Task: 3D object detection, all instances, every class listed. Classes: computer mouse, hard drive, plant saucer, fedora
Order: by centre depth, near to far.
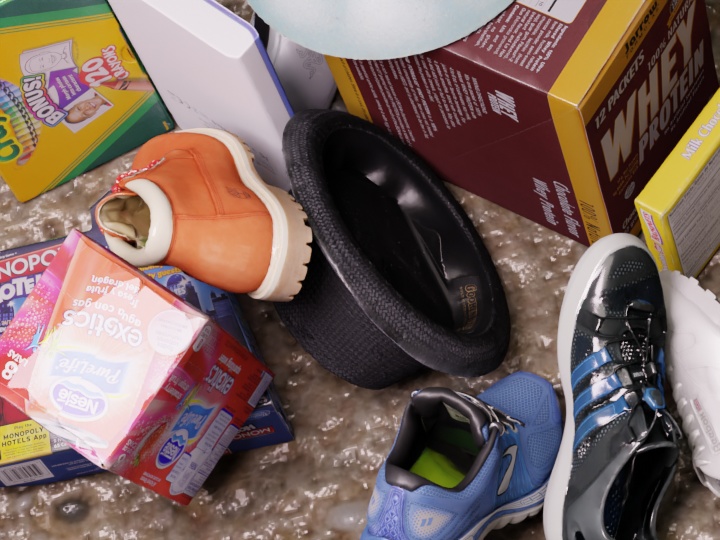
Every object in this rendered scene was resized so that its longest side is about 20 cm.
[{"bbox_3d":[0.014,-0.218,1.376,0.201,0.039,0.201,-6,63,12],"label":"plant saucer"},{"bbox_3d":[0.000,0.000,1.449,0.092,0.200,0.201,-42,57,26],"label":"fedora"},{"bbox_3d":[-0.092,-0.119,1.485,0.132,0.200,0.025,35,76,26],"label":"hard drive"},{"bbox_3d":[-0.031,-0.196,1.579,0.110,0.044,0.200,14,66,-27],"label":"computer mouse"}]

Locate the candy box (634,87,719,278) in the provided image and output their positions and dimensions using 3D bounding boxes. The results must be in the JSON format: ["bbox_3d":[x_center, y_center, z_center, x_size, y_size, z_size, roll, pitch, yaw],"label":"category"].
[{"bbox_3d":[0.239,-0.089,1.447,0.026,0.102,0.200,30,73,30],"label":"candy box"}]

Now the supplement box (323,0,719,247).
[{"bbox_3d":[0.096,-0.139,1.452,0.200,0.197,0.133,26,72,24],"label":"supplement box"}]

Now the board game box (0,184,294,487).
[{"bbox_3d":[-0.155,0.028,1.506,0.200,0.062,0.200,-12,61,7],"label":"board game box"}]

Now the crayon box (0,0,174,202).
[{"bbox_3d":[-0.208,-0.136,1.522,0.119,0.200,0.058,-26,60,0],"label":"crayon box"}]

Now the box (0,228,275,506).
[{"bbox_3d":[-0.128,0.059,1.336,0.095,0.200,0.100,33,85,13],"label":"box"}]

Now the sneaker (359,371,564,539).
[{"bbox_3d":[0.067,0.104,1.364,0.078,0.089,0.200,17,30,21],"label":"sneaker"}]

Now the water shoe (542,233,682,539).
[{"bbox_3d":[0.159,0.080,1.361,0.079,0.071,0.200,12,99,54],"label":"water shoe"}]

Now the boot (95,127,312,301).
[{"bbox_3d":[-0.114,-0.043,1.402,0.200,0.107,0.075,37,117,60],"label":"boot"}]

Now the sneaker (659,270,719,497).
[{"bbox_3d":[0.217,0.083,1.387,0.080,0.076,0.200,-41,59,3],"label":"sneaker"}]
